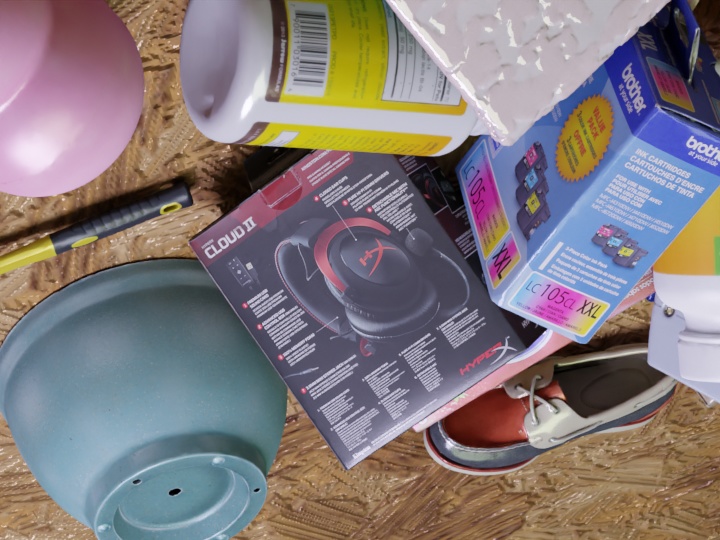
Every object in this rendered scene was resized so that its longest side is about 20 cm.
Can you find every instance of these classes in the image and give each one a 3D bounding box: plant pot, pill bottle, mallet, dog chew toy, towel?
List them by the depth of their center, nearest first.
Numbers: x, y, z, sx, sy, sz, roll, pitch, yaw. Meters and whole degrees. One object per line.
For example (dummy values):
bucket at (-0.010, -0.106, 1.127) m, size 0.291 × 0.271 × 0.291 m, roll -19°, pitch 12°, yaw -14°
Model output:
dog chew toy at (-0.213, -0.126, 1.549) m, size 0.124 × 0.125 × 0.200 m, roll -36°, pitch 133°, yaw 20°
towel at (0.099, -0.200, 1.561) m, size 0.200 × 0.032 × 0.191 m, roll -42°, pitch 116°, yaw 0°
pill bottle at (0.001, -0.125, 1.653) m, size 0.200 × 0.109 × 0.109 m, roll 3°, pitch 138°, yaw -28°
pill bottle at (0.238, -0.033, 1.749) m, size 0.111 × 0.201 × 0.111 m, roll -3°, pitch -176°, yaw 0°
mallet at (-0.203, -0.019, 1.757) m, size 0.200 × 0.041 × 0.066 m, roll -25°, pitch 147°, yaw 0°
plant pot at (-0.134, 0.108, 1.864) m, size 0.200 × 0.134 × 0.200 m, roll -13°, pitch 144°, yaw -10°

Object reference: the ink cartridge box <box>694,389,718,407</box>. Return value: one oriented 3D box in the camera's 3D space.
ink cartridge box at (0.316, 0.005, 1.932) m, size 0.165 × 0.075 × 0.200 m, roll -43°, pitch 165°, yaw 29°

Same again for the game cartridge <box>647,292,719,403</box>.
game cartridge at (0.269, -0.007, 1.818) m, size 0.042 × 0.133 × 0.200 m, roll -6°, pitch 122°, yaw -57°

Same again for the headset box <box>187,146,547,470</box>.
headset box at (0.000, 0.000, 1.763) m, size 0.149 × 0.200 × 0.075 m, roll -36°, pitch 180°, yaw 19°

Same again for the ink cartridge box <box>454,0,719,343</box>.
ink cartridge box at (0.150, -0.078, 1.663) m, size 0.076 × 0.137 × 0.200 m, roll 23°, pitch 122°, yaw -28°

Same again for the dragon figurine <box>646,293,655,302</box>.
dragon figurine at (0.251, -0.052, 1.877) m, size 0.099 × 0.059 × 0.200 m, roll -22°, pitch 159°, yaw -41°

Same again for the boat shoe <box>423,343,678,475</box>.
boat shoe at (0.141, 0.096, 2.025) m, size 0.200 × 0.071 × 0.063 m, roll -11°, pitch 158°, yaw -22°

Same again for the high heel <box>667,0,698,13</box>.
high heel at (0.128, -0.138, 1.748) m, size 0.096 × 0.067 × 0.200 m, roll 22°, pitch 141°, yaw -14°

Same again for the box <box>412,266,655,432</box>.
box at (0.096, 0.006, 1.844) m, size 0.200 × 0.100 × 0.096 m, roll -32°, pitch 104°, yaw 15°
